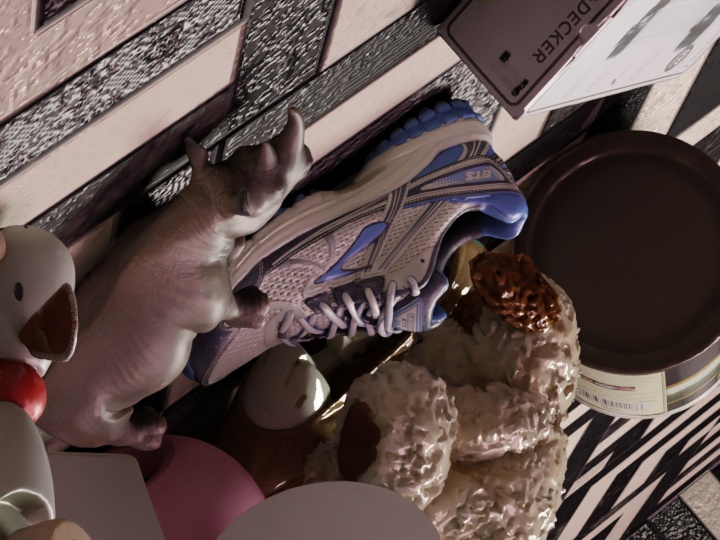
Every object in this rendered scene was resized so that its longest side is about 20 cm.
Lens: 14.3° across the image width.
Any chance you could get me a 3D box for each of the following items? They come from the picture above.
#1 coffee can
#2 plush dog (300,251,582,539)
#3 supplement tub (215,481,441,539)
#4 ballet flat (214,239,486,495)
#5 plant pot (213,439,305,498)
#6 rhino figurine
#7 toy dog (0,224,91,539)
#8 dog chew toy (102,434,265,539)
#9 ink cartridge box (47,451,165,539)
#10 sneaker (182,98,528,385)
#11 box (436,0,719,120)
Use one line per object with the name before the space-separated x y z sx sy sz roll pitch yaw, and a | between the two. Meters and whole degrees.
coffee can | 0.171 0.007 1.793 0.146 0.147 0.200 -40 168 -2
plush dog | 0.067 0.078 1.521 0.200 0.160 0.173 117 -7 -69
supplement tub | -0.003 0.217 1.431 0.144 0.144 0.201 -35 136 -24
ballet flat | -0.010 0.043 1.590 0.200 0.068 0.072 -38 150 -7
plant pot | -0.026 0.167 1.685 0.200 0.200 0.184 -37 155 -15
rhino figurine | -0.081 0.004 1.256 0.087 0.060 0.200 -3 138 -52
toy dog | -0.152 0.058 1.065 0.131 0.200 0.096 -29 136 4
dog chew toy | -0.087 0.188 1.536 0.124 0.201 0.125 -21 -155 10
ink cartridge box | -0.171 0.203 1.411 0.083 0.145 0.200 6 139 -39
sneaker | 0.000 0.000 1.417 0.200 0.085 0.077 -37 167 -13
box | 0.133 -0.142 1.386 0.117 0.060 0.200 -48 166 28
